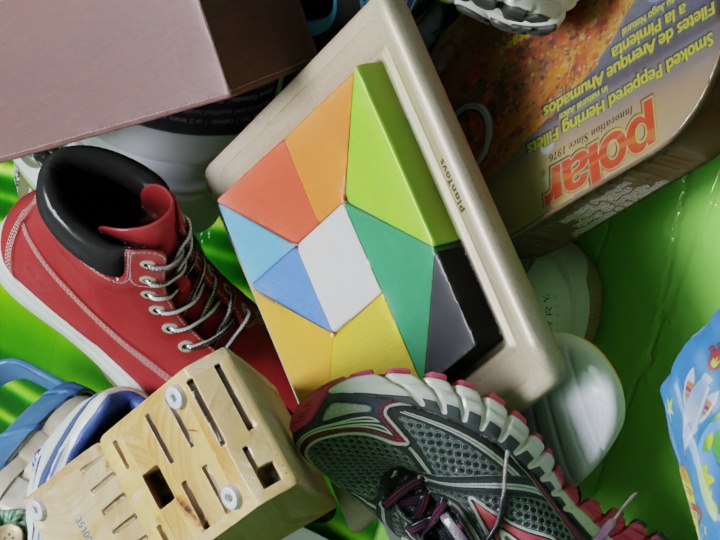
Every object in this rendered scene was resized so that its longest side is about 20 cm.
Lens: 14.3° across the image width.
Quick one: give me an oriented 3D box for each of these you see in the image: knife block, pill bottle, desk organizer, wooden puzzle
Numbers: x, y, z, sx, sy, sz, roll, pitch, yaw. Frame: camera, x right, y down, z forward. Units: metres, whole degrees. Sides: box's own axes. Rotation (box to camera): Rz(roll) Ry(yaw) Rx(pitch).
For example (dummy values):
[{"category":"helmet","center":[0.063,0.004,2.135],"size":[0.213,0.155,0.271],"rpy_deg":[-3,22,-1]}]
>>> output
[{"category":"knife block","center":[-0.045,0.083,1.237],"size":[0.200,0.175,0.064],"rpy_deg":[-39,77,45]},{"category":"pill bottle","center":[-0.087,-0.122,1.400],"size":[0.111,0.111,0.200],"rpy_deg":[43,128,41]},{"category":"desk organizer","center":[-0.120,-0.104,1.313],"size":[0.200,0.072,0.077],"rpy_deg":[-12,99,41]},{"category":"wooden puzzle","center":[0.000,0.000,1.244],"size":[0.200,0.037,0.185],"rpy_deg":[-44,64,54]}]

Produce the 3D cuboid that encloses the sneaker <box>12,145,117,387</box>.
[{"category":"sneaker","center":[-0.140,-0.008,1.542],"size":[0.089,0.077,0.200],"rpy_deg":[113,141,-53]}]

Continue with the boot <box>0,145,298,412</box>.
[{"category":"boot","center":[-0.076,0.020,1.352],"size":[0.200,0.072,0.144],"rpy_deg":[35,158,-7]}]

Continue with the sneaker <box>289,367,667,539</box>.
[{"category":"sneaker","center":[0.056,0.112,1.183],"size":[0.200,0.075,0.081],"rpy_deg":[35,143,-12]}]

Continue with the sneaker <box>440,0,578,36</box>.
[{"category":"sneaker","center":[0.019,-0.167,1.208],"size":[0.200,0.077,0.085],"rpy_deg":[28,87,24]}]

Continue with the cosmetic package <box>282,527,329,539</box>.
[{"category":"cosmetic package","center":[-0.067,0.229,1.429],"size":[0.071,0.101,0.200],"rpy_deg":[25,123,7]}]

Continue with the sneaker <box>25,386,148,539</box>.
[{"category":"sneaker","center":[-0.129,0.149,1.354],"size":[0.088,0.075,0.200],"rpy_deg":[127,145,-59]}]

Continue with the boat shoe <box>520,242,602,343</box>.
[{"category":"boat shoe","center":[0.022,-0.012,1.306],"size":[0.200,0.069,0.071],"rpy_deg":[26,116,49]}]

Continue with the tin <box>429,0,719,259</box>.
[{"category":"tin","center":[0.093,-0.076,1.197],"size":[0.200,0.042,0.112],"rpy_deg":[-31,53,44]}]

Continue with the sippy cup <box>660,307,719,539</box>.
[{"category":"sippy cup","center":[0.178,0.078,1.071],"size":[0.178,0.140,0.130],"rpy_deg":[-31,53,11]}]

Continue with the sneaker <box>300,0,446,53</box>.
[{"category":"sneaker","center":[0.023,-0.155,1.271],"size":[0.200,0.082,0.073],"rpy_deg":[-53,53,42]}]

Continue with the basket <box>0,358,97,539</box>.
[{"category":"basket","center":[-0.170,0.137,1.502],"size":[0.200,0.176,0.139],"rpy_deg":[15,151,39]}]

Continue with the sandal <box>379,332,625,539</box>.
[{"category":"sandal","center":[0.072,0.079,1.263],"size":[0.079,0.059,0.207],"rpy_deg":[57,144,6]}]
